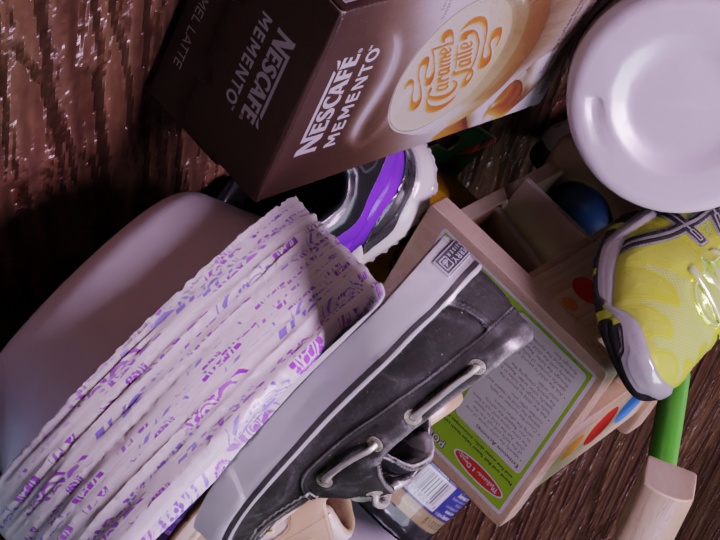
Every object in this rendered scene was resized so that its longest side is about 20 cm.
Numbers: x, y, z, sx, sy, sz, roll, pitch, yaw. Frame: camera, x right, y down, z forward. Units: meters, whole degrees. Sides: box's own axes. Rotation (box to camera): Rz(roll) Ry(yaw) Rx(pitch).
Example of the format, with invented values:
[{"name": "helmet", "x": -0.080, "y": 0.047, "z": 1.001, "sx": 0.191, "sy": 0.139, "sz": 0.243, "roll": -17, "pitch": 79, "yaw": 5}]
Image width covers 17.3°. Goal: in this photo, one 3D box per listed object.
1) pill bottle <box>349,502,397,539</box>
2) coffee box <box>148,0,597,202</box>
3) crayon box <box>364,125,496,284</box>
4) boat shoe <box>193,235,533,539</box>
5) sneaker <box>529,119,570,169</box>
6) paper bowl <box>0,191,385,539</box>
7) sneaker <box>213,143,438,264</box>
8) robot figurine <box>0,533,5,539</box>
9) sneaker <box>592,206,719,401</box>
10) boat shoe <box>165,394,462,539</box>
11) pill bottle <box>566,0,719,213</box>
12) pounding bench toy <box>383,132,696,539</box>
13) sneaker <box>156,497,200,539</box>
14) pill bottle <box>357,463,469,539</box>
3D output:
[{"name": "pill bottle", "x": -0.031, "y": 0.218, "z": 1.543, "sx": 0.113, "sy": 0.113, "sz": 0.201, "roll": -29, "pitch": 153, "yaw": -30}, {"name": "coffee box", "x": 0.016, "y": -0.117, "z": 1.067, "sx": 0.199, "sy": 0.080, "sz": 0.115, "roll": -22, "pitch": 149, "yaw": -42}, {"name": "crayon box", "x": 0.000, "y": 0.000, "z": 1.288, "sx": 0.200, "sy": 0.051, "sz": 0.127, "roll": -48, "pitch": 157, "yaw": 9}, {"name": "boat shoe", "x": -0.002, "y": 0.071, "z": 1.019, "sx": 0.200, "sy": 0.064, "sz": 0.071, "roll": -47, "pitch": 177, "yaw": 37}, {"name": "sneaker", "x": 0.177, "y": -0.096, "z": 1.397, "sx": 0.108, "sy": 0.067, "sz": 0.201, "roll": -54, "pitch": 159, "yaw": 23}, {"name": "paper bowl", "x": -0.091, "y": 0.045, "z": 1.057, "sx": 0.201, "sy": 0.104, "sz": 0.201, "roll": -44, "pitch": 178, "yaw": -2}, {"name": "sneaker", "x": -0.055, "y": -0.002, "z": 1.183, "sx": 0.201, "sy": 0.070, "sz": 0.099, "roll": -52, "pitch": 150, "yaw": 11}, {"name": "robot figurine", "x": -0.199, "y": 0.204, "z": 1.141, "sx": 0.144, "sy": 0.058, "sz": 0.201, "roll": -27, "pitch": -149, "yaw": 34}, {"name": "sneaker", "x": 0.177, "y": -0.011, "z": 1.164, "sx": 0.076, "sy": 0.076, "sz": 0.200, "roll": -12, "pitch": -152, "yaw": 38}, {"name": "boat shoe", "x": -0.029, "y": 0.109, "z": 1.181, "sx": 0.200, "sy": 0.069, "sz": 0.074, "roll": -46, "pitch": -179, "yaw": 21}, {"name": "pill bottle", "x": 0.160, "y": -0.112, "z": 1.196, "sx": 0.111, "sy": 0.111, "sz": 0.200, "roll": -51, "pitch": -172, "yaw": 20}, {"name": "pounding bench toy", "x": 0.125, "y": 0.050, "z": 1.242, "sx": 0.156, "sy": 0.200, "sz": 0.125, "roll": -27, "pitch": 155, "yaw": -47}, {"name": "sneaker", "x": -0.100, "y": 0.121, "z": 1.317, "sx": 0.200, "sy": 0.083, "sz": 0.081, "roll": 128, "pitch": -23, "yaw": -59}, {"name": "pill bottle", "x": 0.067, "y": 0.061, "z": 1.427, "sx": 0.200, "sy": 0.112, "sz": 0.112, "roll": -44, "pitch": 158, "yaw": 4}]
